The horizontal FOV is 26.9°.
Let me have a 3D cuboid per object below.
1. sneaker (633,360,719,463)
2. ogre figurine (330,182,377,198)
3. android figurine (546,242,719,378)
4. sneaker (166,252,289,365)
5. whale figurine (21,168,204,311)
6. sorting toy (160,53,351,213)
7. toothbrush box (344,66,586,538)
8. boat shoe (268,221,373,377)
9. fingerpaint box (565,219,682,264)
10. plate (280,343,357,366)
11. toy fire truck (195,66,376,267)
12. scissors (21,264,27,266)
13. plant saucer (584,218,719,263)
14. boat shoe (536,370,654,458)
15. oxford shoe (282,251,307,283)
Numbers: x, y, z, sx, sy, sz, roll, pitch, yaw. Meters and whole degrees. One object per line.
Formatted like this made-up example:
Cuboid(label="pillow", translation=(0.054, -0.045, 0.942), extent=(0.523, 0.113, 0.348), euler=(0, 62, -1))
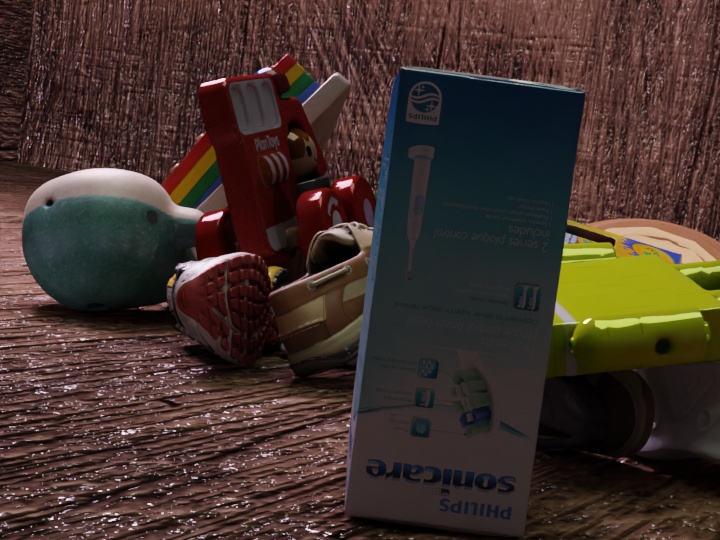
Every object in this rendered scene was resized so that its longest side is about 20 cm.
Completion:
Cuboid(label="sneaker", translation=(0.239, 0.084, 0.897), extent=(0.146, 0.081, 0.200), euler=(11, 1, -23))
Cuboid(label="ogre figurine", translation=(-0.040, -0.027, 1.491), extent=(0.098, 0.120, 0.200), euler=(11, 6, 1))
Cuboid(label="android figurine", translation=(0.130, 0.022, 0.865), extent=(0.199, 0.041, 0.182), euler=(-3, 15, -6))
Cuboid(label="sneaker", translation=(-0.105, 0.028, 1.085), extent=(0.082, 0.078, 0.200), euler=(4, -5, 7))
Cuboid(label="whale figurine", translation=(-0.189, -0.004, 1.245), extent=(0.159, 0.104, 0.200), euler=(-15, -31, 29))
Cuboid(label="sorting toy", translation=(-0.113, -0.096, 1.408), extent=(0.070, 0.199, 0.200), euler=(43, -17, 3))
Cuboid(label="toothbrush box", translation=(0.044, 0.010, 0.719), extent=(0.085, 0.201, 0.146), euler=(8, 4, -1))
Cuboid(label="boat shoe", translation=(0.000, 0.000, 1.072), extent=(0.076, 0.074, 0.200), euler=(-24, 12, 33))
Cuboid(label="fingerpaint box", translation=(0.144, 0.019, 1.099), extent=(0.166, 0.074, 0.200), euler=(18, 20, 8))
Cuboid(label="plate", translation=(0.057, 0.037, 1.180), extent=(0.199, 0.032, 0.200), euler=(10, 16, 10))
Cuboid(label="toy fire truck", translation=(-0.066, -0.081, 1.222), extent=(0.112, 0.169, 0.200), euler=(-10, 8, 18))
Cuboid(label="scissors", translation=(-0.284, -0.006, 1.532), extent=(0.073, 0.014, 0.200), euler=(14, 9, 38))
Cuboid(label="plant saucer", translation=(0.249, 0.015, 1.324), extent=(0.200, 0.032, 0.201), euler=(-1, 38, 0))
Cuboid(label="boat shoe", translation=(0.081, 0.064, 0.910), extent=(0.200, 0.072, 0.065), euler=(20, 7, 43))
Cuboid(label="oxford shoe", translation=(-0.040, 0.019, 1.336), extent=(0.199, 0.071, 0.074), euler=(15, -8, 13))
